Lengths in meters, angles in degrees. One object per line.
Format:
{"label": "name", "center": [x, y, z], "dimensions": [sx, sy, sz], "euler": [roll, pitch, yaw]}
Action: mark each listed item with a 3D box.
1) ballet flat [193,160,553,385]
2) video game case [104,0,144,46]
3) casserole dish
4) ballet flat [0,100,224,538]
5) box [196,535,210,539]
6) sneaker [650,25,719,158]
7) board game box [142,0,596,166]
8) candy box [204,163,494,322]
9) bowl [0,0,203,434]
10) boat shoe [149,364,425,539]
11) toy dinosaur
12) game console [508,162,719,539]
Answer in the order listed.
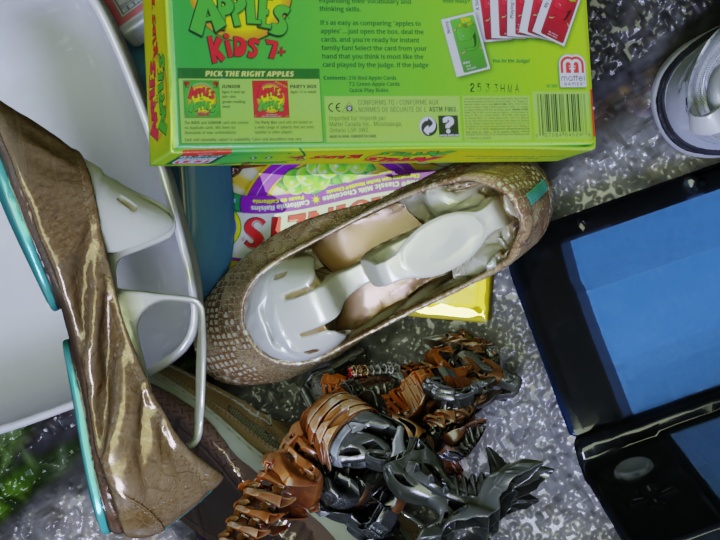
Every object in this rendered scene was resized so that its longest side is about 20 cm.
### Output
{"label": "ballet flat", "center": [0.000, 0.000, 0.876], "dimensions": [0.199, 0.065, 0.071], "euler": [-30, 95, 11]}
{"label": "video game case", "center": [-0.098, -0.225, 0.888], "dimensions": [0.143, 0.017, 0.201], "euler": [-34, 65, 7]}
{"label": "casserole dish", "center": [-0.128, -0.067, 0.904], "dimensions": [0.120, 0.039, 0.202], "euler": [-5, 92, 10]}
{"label": "ballet flat", "center": [-0.106, 0.014, 0.785], "dimensions": [0.072, 0.068, 0.201], "euler": [-18, 91, -9]}
{"label": "box", "center": [-0.023, 0.240, 0.930], "dimensions": [0.199, 0.039, 0.138], "euler": [27, 96, 5]}
{"label": "sneaker", "center": [0.233, -0.107, 0.843], "dimensions": [0.199, 0.115, 0.076], "euler": [-25, 95, 8]}
{"label": "board game box", "center": [0.004, -0.101, 0.816], "dimensions": [0.198, 0.048, 0.102], "euler": [-2, 86, -19]}
{"label": "candy box", "center": [-0.028, -0.032, 0.924], "dimensions": [0.198, 0.026, 0.103], "euler": [4, 96, 7]}
{"label": "bowl", "center": [-0.177, -0.028, 0.859], "dimensions": [0.198, 0.075, 0.201], "euler": [-19, 91, 10]}
{"label": "boat shoe", "center": [-0.039, 0.107, 0.914], "dimensions": [0.200, 0.076, 0.072], "euler": [40, 138, 6]}
{"label": "toy dinosaur", "center": [0.009, 0.100, 0.854], "dimensions": [0.200, 0.102, 0.136], "euler": [-41, 62, -20]}
{"label": "game console", "center": [0.187, 0.027, 0.834], "dimensions": [0.199, 0.171, 0.119], "euler": [-20, 106, -1]}
